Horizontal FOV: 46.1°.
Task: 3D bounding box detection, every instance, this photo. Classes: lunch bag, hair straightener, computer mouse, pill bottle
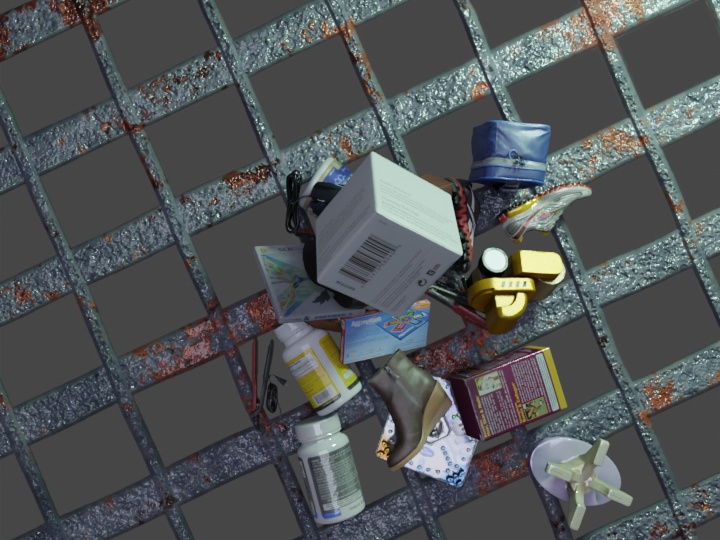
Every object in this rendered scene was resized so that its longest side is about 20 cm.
[{"bbox_3d":[0.296,-0.219,1.686,0.133,0.200,0.135,4,93,-5],"label":"lunch bag"},{"bbox_3d":[-0.192,0.244,1.773,0.075,0.041,0.204,3,90,1],"label":"hair straightener"},{"bbox_3d":[-0.063,-0.107,1.657,0.196,0.046,0.143,13,112,10],"label":"computer mouse"},{"bbox_3d":[-0.067,0.403,1.738,0.112,0.114,0.204,-14,91,1],"label":"pill bottle"},{"bbox_3d":[-0.092,0.186,1.737,0.110,0.111,0.202,-32,90,1],"label":"pill bottle"},{"bbox_3d":[0.195,0.045,1.770,0.197,0.041,0.078,26,66,6],"label":"hair straightener"},{"bbox_3d":[-0.016,-0.126,1.729,0.198,0.120,0.121,35,91,0],"label":"pill bottle"}]

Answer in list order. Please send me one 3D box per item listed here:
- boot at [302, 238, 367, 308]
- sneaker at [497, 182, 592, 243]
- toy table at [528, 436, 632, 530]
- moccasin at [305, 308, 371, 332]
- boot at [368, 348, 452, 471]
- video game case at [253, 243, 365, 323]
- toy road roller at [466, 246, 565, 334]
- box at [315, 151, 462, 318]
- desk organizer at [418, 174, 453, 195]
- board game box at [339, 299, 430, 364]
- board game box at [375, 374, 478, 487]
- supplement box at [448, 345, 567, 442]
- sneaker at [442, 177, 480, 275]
[{"bbox_3d":[0.000,0.000,1.682,0.188,0.198,0.069,39,118,34],"label":"boot"},{"bbox_3d":[0.387,-0.122,1.754,0.197,0.078,0.083,-25,94,10],"label":"sneaker"},{"bbox_3d":[0.450,0.425,1.733,0.196,0.117,0.188,10,91,-1],"label":"toy table"},{"bbox_3d":[-0.046,0.086,1.712,0.199,0.075,0.078,24,131,-26],"label":"moccasin"},{"bbox_3d":[0.075,0.284,1.727,0.166,0.072,0.201,41,80,-6],"label":"boot"},{"bbox_3d":[-0.103,0.019,1.685,0.179,0.202,0.022,-4,136,-24],"label":"video game case"},{"bbox_3d":[0.310,0.048,1.694,0.196,0.123,0.149,1,63,-10],"label":"toy road roller"},{"bbox_3d":[0.046,-0.061,1.551,0.198,0.173,0.199,24,128,-26],"label":"box"},{"bbox_3d":[0.128,-0.083,1.700,0.071,0.076,0.204,23,119,35],"label":"desk organizer"},{"bbox_3d":[0.050,0.124,1.719,0.197,0.019,0.105,-9,119,-27],"label":"board game box"},{"bbox_3d":[0.154,0.330,1.779,0.197,0.026,0.203,20,91,1],"label":"board game box"},{"bbox_3d":[0.299,0.247,1.721,0.197,0.103,0.133,-17,91,-13],"label":"supplement box"},{"bbox_3d":[0.210,-0.095,1.742,0.070,0.097,0.205,1,105,40],"label":"sneaker"}]
